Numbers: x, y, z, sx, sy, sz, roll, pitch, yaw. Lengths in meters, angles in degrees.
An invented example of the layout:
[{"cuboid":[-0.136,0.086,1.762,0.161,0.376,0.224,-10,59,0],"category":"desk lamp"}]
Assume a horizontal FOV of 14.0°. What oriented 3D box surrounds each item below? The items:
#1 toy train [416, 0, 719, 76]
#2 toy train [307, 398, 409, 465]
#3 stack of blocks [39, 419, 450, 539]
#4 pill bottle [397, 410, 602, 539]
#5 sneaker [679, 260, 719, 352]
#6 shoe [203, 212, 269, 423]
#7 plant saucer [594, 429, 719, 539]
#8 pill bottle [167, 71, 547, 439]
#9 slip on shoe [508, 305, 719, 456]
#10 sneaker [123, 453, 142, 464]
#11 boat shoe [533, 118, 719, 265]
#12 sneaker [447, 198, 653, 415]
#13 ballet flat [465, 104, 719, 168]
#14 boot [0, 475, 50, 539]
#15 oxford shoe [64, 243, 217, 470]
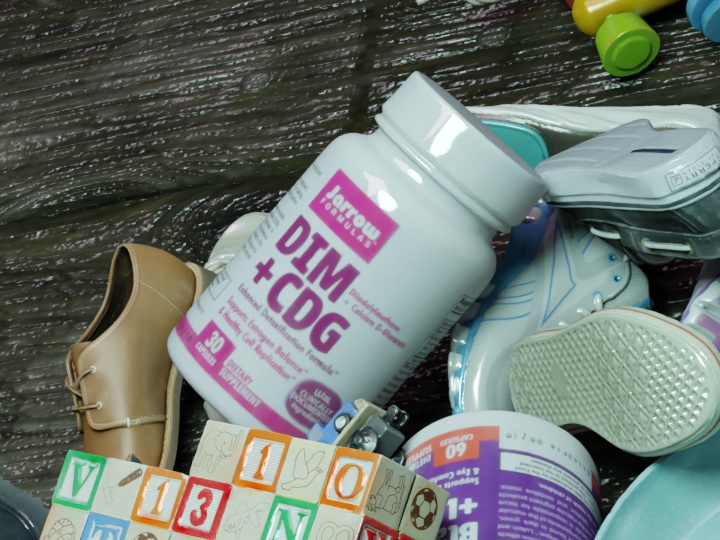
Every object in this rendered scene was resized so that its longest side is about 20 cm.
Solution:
[{"cuboid":[0.144,-0.163,1.793,0.199,0.085,0.116,-24,52,3],"category":"toy train"},{"cuboid":[-0.047,0.140,1.475,0.200,0.034,0.046,-49,43,9],"category":"toy train"},{"cuboid":[-0.064,0.137,1.416,0.199,0.058,0.116,8,74,41],"category":"stack of blocks"},{"cuboid":[0.063,0.174,1.422,0.111,0.112,0.201,-14,40,15],"category":"pill bottle"},{"cuboid":[0.211,0.009,1.562,0.201,0.080,0.088,-64,13,-16],"category":"sneaker"},{"cuboid":[-0.062,0.027,1.704,0.070,0.054,0.201,-17,40,12],"category":"shoe"},{"cuboid":[0.202,0.143,1.361,0.199,0.036,0.201,-16,39,14],"category":"plant saucer"},{"cuboid":[0.000,0.000,1.554,0.200,0.113,0.113,-50,39,7],"category":"pill bottle"},{"cuboid":[0.138,0.053,1.467,0.061,0.075,0.200,-8,0,-20],"category":"slip on shoe"},{"cuboid":[-0.077,0.137,1.530,0.199,0.112,0.078,-27,2,-2],"category":"sneaker"},{"cuboid":[0.147,-0.034,1.551,0.072,0.071,0.200,-27,11,-10],"category":"boat shoe"},{"cuboid":[0.112,0.024,1.601,0.086,0.075,0.200,6,49,26],"category":"sneaker"},{"cuboid":[0.123,-0.071,1.714,0.199,0.070,0.070,1,46,24],"category":"ballet flat"},{"cuboid":[-0.289,0.165,1.612,0.200,0.066,0.164,-29,30,-36],"category":"boot"},{"cuboid":[-0.141,0.078,1.649,0.071,0.071,0.201,-20,50,49],"category":"oxford shoe"}]
